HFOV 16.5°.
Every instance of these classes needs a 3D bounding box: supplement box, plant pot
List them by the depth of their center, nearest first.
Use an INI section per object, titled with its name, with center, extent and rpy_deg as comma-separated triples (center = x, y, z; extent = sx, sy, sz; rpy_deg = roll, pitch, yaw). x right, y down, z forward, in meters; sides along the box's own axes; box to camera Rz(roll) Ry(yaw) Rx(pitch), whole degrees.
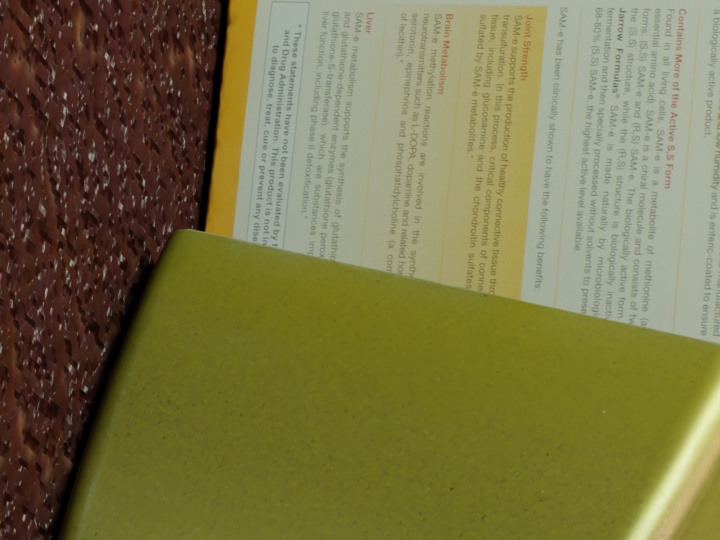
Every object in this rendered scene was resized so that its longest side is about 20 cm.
[plant pot]
center = 0.007, 0.133, 0.756
extent = 0.177, 0.199, 0.201
rpy_deg = -58, 148, -35
[supplement box]
center = 0.053, -0.028, 0.829
extent = 0.073, 0.199, 0.127
rpy_deg = 30, 65, -70
